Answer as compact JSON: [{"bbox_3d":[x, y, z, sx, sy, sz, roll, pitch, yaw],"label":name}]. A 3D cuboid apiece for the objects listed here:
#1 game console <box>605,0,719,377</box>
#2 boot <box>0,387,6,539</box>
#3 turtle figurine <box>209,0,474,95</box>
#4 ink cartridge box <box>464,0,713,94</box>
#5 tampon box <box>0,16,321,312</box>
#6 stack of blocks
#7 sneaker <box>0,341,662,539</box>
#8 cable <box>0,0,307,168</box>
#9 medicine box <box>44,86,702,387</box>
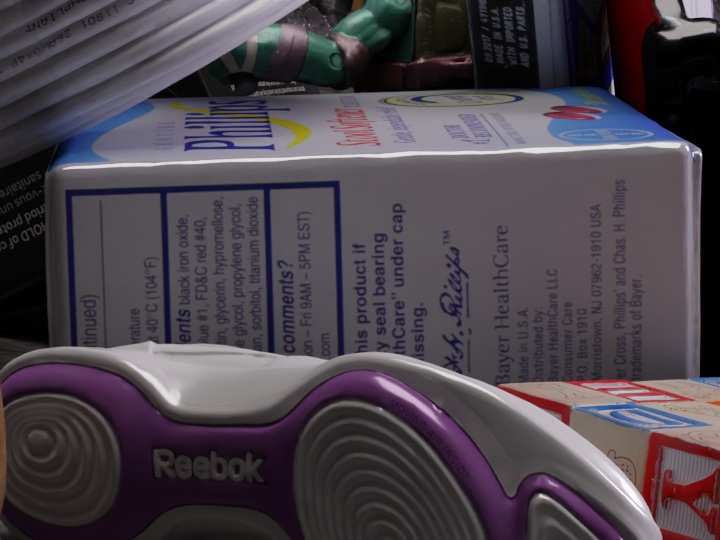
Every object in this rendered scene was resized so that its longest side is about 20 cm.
[{"bbox_3d":[0.160,-0.035,0.979,0.118,0.201,0.173,-9,44,1],"label":"game console"},{"bbox_3d":[-0.181,0.040,0.648,0.199,0.076,0.074,2,10,-24],"label":"boot"},{"bbox_3d":[0.002,-0.078,1.046,0.100,0.202,0.149,1,6,28],"label":"turtle figurine"},{"bbox_3d":[0.095,-0.110,1.086,0.043,0.199,0.201,11,49,19],"label":"ink cartridge box"},{"bbox_3d":[-0.124,-0.102,1.123,0.149,0.201,0.126,-24,-3,20],"label":"tampon box"},{"bbox_3d":[0.142,0.069,0.778,0.115,0.059,0.199,14,10,43],"label":"stack of blocks"},{"bbox_3d":[-0.003,0.050,0.725,0.199,0.075,0.099,12,10,31],"label":"sneaker"},{"bbox_3d":[-0.092,-0.090,0.906,0.199,0.070,0.200,-27,11,6],"label":"cable"},{"bbox_3d":[0.000,0.000,0.901,0.198,0.104,0.182,-1,9,-3],"label":"medicine box"}]
